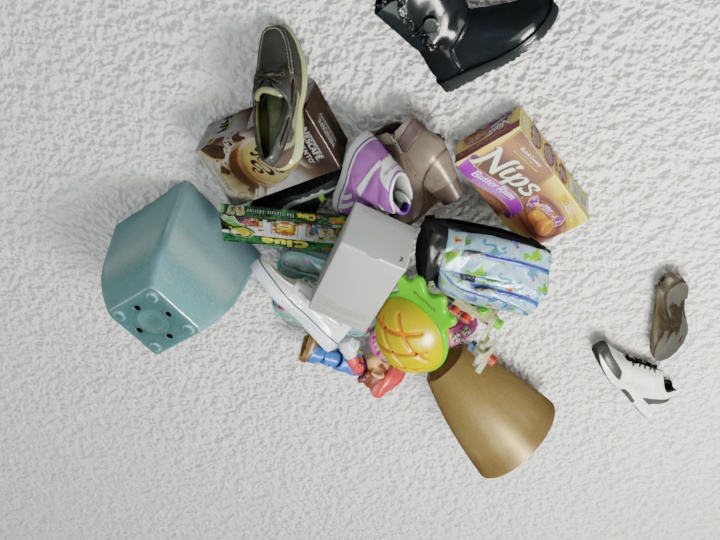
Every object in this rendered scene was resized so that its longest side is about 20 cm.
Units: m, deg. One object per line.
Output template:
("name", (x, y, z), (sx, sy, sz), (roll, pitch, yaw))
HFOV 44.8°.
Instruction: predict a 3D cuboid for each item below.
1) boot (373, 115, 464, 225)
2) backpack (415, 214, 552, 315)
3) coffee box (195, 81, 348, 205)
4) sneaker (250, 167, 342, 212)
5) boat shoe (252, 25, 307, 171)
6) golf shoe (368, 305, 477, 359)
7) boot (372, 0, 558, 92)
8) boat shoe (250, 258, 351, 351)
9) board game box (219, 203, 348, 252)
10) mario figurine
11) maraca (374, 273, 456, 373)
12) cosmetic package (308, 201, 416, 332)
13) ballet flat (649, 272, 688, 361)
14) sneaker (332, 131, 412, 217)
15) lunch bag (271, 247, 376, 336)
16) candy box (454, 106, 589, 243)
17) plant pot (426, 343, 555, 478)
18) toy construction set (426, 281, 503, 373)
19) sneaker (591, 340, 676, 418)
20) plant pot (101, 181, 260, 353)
("boot", (0.067, -0.151, 1.322), (0.147, 0.070, 0.199), (50, 143, -12))
("backpack", (0.188, -0.007, 1.311), (0.196, 0.157, 0.163), (-2, 174, -4))
("coffee box", (-0.132, -0.188, 1.316), (0.197, 0.081, 0.114), (-17, 126, 24))
("sneaker", (-0.091, -0.114, 1.396), (0.198, 0.073, 0.082), (-23, 140, 34))
("boat shoe", (-0.116, -0.241, 1.201), (0.071, 0.066, 0.205), (-3, 88, 24))
("golf shoe", (0.106, 0.099, 1.541), (0.196, 0.092, 0.077), (-10, 101, -6))
("boot", (0.132, -0.338, 1.129), (0.198, 0.077, 0.168), (-24, 127, 36))
("boat shoe", (-0.094, 0.042, 1.434), (0.067, 0.074, 0.200), (-42, 111, 3))
("board game box", (-0.121, -0.066, 1.378), (0.196, 0.024, 0.105), (5, 160, -3))
("mario figurine", (-0.008, 0.151, 1.584), (0.197, 0.124, 0.107), (20, 113, -11))
("maraca", (0.085, 0.084, 1.356), (0.136, 0.107, 0.201), (37, 143, 14))
("cosmetic package", (0.000, 0.000, 1.331), (0.106, 0.086, 0.201), (24, 144, -6))
("ballet flat", (0.510, 0.076, 1.456), (0.067, 0.047, 0.202), (-25, 136, -9))
("sneaker", (0.021, -0.105, 1.311), (0.114, 0.072, 0.201), (44, 157, 15))
("lunch bag", (-0.057, 0.023, 1.493), (0.196, 0.078, 0.162), (15, 133, -2))
("candy box", (0.244, -0.134, 1.306), (0.116, 0.057, 0.200), (-25, 124, 31))
("plant pot", (0.219, 0.236, 1.579), (0.200, 0.187, 0.186), (46, 126, -11))
("toy construction set", (0.161, 0.073, 1.451), (0.199, 0.132, 0.092), (39, 165, 5))
("sneaker", (0.482, 0.177, 1.541), (0.080, 0.074, 0.199), (-39, 120, 20))
("plant pot", (-0.316, 0.016, 1.456), (0.194, 0.202, 0.196), (-26, 122, 30))
